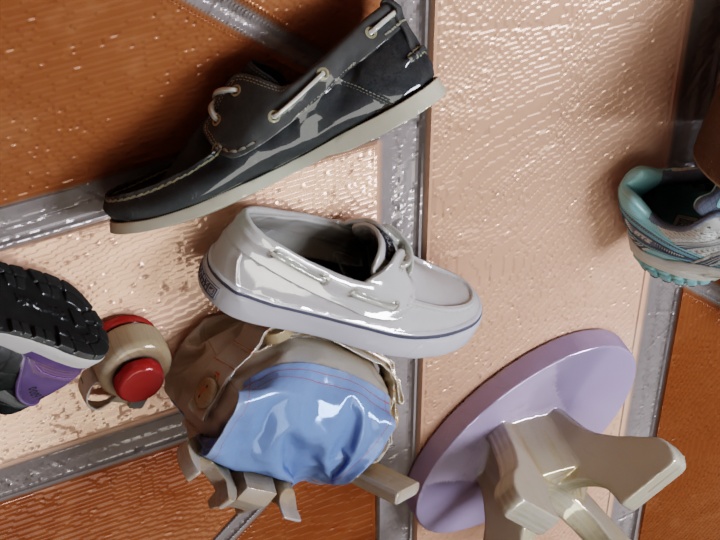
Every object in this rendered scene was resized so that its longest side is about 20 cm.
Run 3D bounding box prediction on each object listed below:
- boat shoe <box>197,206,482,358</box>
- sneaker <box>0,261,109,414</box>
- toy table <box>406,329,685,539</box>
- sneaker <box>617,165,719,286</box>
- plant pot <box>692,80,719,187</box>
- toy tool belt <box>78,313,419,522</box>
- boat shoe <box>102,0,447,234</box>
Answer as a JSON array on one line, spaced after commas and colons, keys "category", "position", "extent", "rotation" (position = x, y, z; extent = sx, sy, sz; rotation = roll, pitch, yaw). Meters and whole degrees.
[{"category": "boat shoe", "position": [0.000, 0.000, 1.065], "extent": [0.199, 0.072, 0.066], "rotation": [13, 128, -30]}, {"category": "sneaker", "position": [-0.233, 0.033, 0.950], "extent": [0.088, 0.076, 0.200], "rotation": [-40, 139, 18]}, {"category": "toy table", "position": [0.133, 0.150, 1.257], "extent": [0.183, 0.117, 0.200], "rotation": [18, 120, -42]}, {"category": "sneaker", "position": [0.250, -0.028, 1.110], "extent": [0.086, 0.199, 0.078], "rotation": [50, 53, -44]}, {"category": "plant pot", "position": [0.312, -0.144, 1.050], "extent": [0.186, 0.187, 0.201], "rotation": [-5, 118, -28]}, {"category": "toy tool belt", "position": [-0.061, 0.090, 1.071], "extent": [0.199, 0.123, 0.125], "rotation": [10, 124, -38]}, {"category": "boat shoe", "position": [-0.055, -0.081, 0.965], "extent": [0.199, 0.072, 0.068], "rotation": [-27, 103, 4]}]
